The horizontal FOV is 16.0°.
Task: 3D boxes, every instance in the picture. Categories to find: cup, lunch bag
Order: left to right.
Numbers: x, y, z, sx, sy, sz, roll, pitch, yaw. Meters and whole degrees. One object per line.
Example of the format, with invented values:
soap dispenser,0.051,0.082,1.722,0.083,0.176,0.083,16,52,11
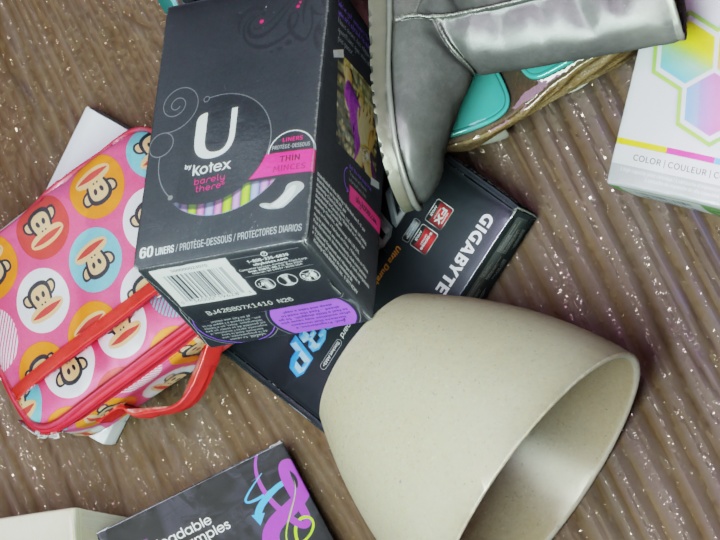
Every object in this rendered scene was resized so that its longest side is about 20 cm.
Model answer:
lunch bag,-0.161,0.021,1.730,0.200,0.082,0.177,-36,67,20
cup,0.060,0.095,1.600,0.143,0.200,0.201,37,99,21

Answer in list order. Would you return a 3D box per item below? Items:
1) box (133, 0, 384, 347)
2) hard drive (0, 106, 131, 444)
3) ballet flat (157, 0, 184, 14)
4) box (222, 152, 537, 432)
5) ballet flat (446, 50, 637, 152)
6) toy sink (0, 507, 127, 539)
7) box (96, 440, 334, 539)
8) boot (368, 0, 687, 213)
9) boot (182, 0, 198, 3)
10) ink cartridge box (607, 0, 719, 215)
box,-0.058,-0.070,1.609,0.121,0.106,0.201,-10,57,22
hard drive,-0.183,0.003,1.807,0.131,0.027,0.201,29,97,23
ballet flat,-0.095,-0.163,1.771,0.073,0.073,0.201,-32,68,17
box,0.000,0.000,1.719,0.159,0.046,0.201,37,99,22
ballet flat,0.102,-0.123,1.673,0.199,0.072,0.068,-30,64,9
toy sink,-0.220,0.273,1.748,0.129,0.112,0.202,-11,76,21
box,-0.069,0.232,1.696,0.142,0.036,0.201,-25,74,-14
boot,0.106,-0.135,1.606,0.198,0.073,0.183,-5,80,9
boot,0.002,-0.197,1.701,0.200,0.077,0.168,-39,68,-13
ink cartridge box,0.235,-0.137,1.628,0.103,0.059,0.202,14,90,24
